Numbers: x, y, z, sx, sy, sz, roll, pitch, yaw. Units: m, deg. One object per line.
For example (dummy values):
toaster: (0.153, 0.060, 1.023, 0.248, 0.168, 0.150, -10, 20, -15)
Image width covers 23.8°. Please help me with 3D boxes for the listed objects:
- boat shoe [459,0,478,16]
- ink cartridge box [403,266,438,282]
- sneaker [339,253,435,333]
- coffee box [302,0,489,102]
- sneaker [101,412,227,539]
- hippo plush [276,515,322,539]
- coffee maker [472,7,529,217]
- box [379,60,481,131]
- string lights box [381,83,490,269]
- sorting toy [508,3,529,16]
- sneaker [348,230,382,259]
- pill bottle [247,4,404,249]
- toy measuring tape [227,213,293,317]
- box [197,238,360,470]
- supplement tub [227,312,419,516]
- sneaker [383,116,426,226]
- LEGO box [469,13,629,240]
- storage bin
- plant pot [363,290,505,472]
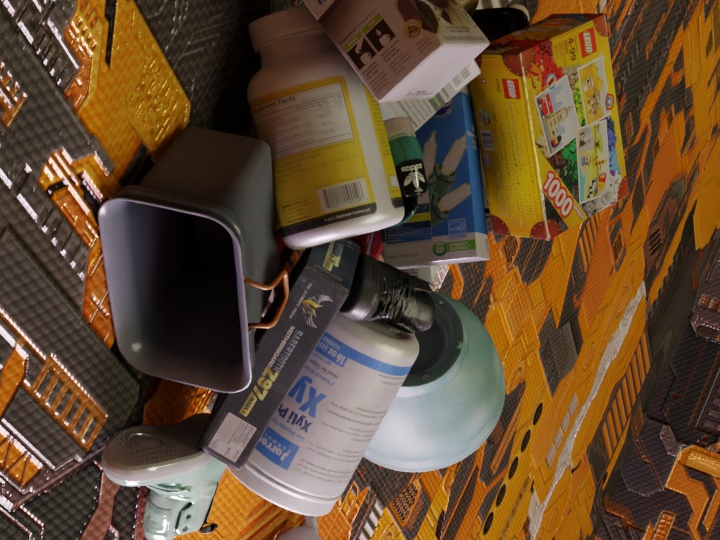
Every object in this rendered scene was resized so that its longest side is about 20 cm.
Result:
boat shoe: (0.063, -0.261, 1.757, 0.074, 0.066, 0.200, -58, 169, 24)
ink cartridge box: (0.072, -0.095, 1.940, 0.200, 0.057, 0.163, -72, 159, -67)
sneaker: (0.031, 0.025, 1.661, 0.200, 0.104, 0.060, -125, -121, -79)
coffee box: (0.006, -0.245, 1.453, 0.080, 0.200, 0.113, -41, 170, 24)
sneaker: (-0.179, 0.203, 1.563, 0.200, 0.073, 0.119, -5, 116, -65)
hippo plush: (-0.039, 0.377, 1.924, 0.200, 0.160, 0.160, -50, 150, -42)
coffee maker: (0.142, -0.190, 1.912, 0.193, 0.134, 0.201, -108, 179, -50)
box: (0.016, -0.165, 1.653, 0.200, 0.041, 0.156, -43, 157, 2)
string lights box: (0.070, -0.106, 1.763, 0.059, 0.102, 0.201, 7, 77, -72)
sorting toy: (0.169, -0.199, 2.113, 0.185, 0.036, 0.201, -56, 154, -33)
sneaker: (0.000, 0.000, 1.820, 0.115, 0.078, 0.201, -1, 110, -66)
pill bottle: (-0.036, -0.126, 1.498, 0.112, 0.112, 0.201, -14, 90, -65)
toy measuring tape: (-0.099, -0.007, 1.599, 0.074, 0.073, 0.201, -53, 163, -38)
box: (-0.073, 0.067, 1.571, 0.201, 0.051, 0.158, -58, -174, 14)
supplement tub: (-0.039, 0.128, 1.711, 0.201, 0.132, 0.132, -62, 160, 11)
sneaker: (0.006, -0.069, 1.612, 0.071, 0.080, 0.200, -13, 166, -24)
LEGO box: (0.197, -0.152, 1.787, 0.149, 0.077, 0.201, -28, 116, -40)
storage bin: (-0.122, -0.017, 1.446, 0.135, 0.145, 0.201, -64, 160, -43)
plant pot: (0.057, 0.099, 1.853, 0.201, 0.199, 0.134, -61, 162, -24)
